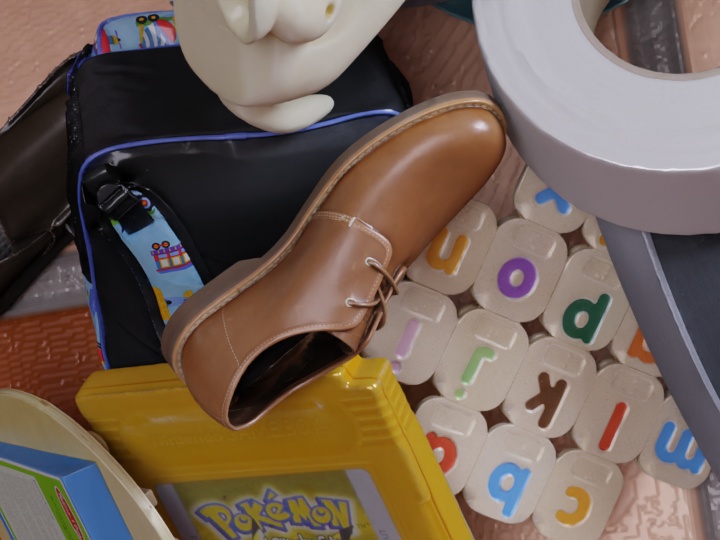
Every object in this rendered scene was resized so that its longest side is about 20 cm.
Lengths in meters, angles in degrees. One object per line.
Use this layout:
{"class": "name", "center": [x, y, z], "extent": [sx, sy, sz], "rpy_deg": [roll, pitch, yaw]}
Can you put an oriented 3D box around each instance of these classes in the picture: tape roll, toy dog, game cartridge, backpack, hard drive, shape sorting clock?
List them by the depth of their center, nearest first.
{"class": "toy dog", "center": [0.008, -0.166, 0.961], "extent": [0.200, 0.139, 0.194], "rpy_deg": [-32, 124, -18]}
{"class": "tape roll", "center": [0.155, -0.122, 1.024], "extent": [0.202, 0.071, 0.203], "rpy_deg": [-5, 66, 10]}
{"class": "hard drive", "center": [0.210, 0.022, 1.056], "extent": [0.135, 0.042, 0.201], "rpy_deg": [-26, 93, -5]}
{"class": "game cartridge", "center": [-0.032, 0.129, 1.100], "extent": [0.176, 0.032, 0.200], "rpy_deg": [-7, 125, 30]}
{"class": "backpack", "center": [-0.060, -0.023, 1.114], "extent": [0.182, 0.200, 0.135], "rpy_deg": [-9, 43, -8]}
{"class": "shape sorting clock", "center": [-0.143, 0.148, 1.148], "extent": [0.039, 0.200, 0.200], "rpy_deg": [-33, 78, -27]}

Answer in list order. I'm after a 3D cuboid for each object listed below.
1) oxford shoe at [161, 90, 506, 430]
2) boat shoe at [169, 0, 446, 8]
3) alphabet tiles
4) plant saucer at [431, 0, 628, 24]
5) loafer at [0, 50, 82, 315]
{"class": "oxford shoe", "center": [0.000, 0.000, 1.002], "extent": [0.200, 0.071, 0.071], "rpy_deg": [-44, 44, 6]}
{"class": "boat shoe", "center": [-0.022, -0.173, 1.123], "extent": [0.199, 0.073, 0.066], "rpy_deg": [1, 83, 35]}
{"class": "alphabet tiles", "center": [0.104, 0.035, 1.086], "extent": [0.199, 0.015, 0.196], "rpy_deg": [21, 97, -16]}
{"class": "plant saucer", "center": [0.092, -0.225, 1.131], "extent": [0.199, 0.027, 0.201], "rpy_deg": [0, 91, 18]}
{"class": "loafer", "center": [-0.186, -0.043, 1.196], "extent": [0.073, 0.071, 0.200], "rpy_deg": [40, 102, 13]}
